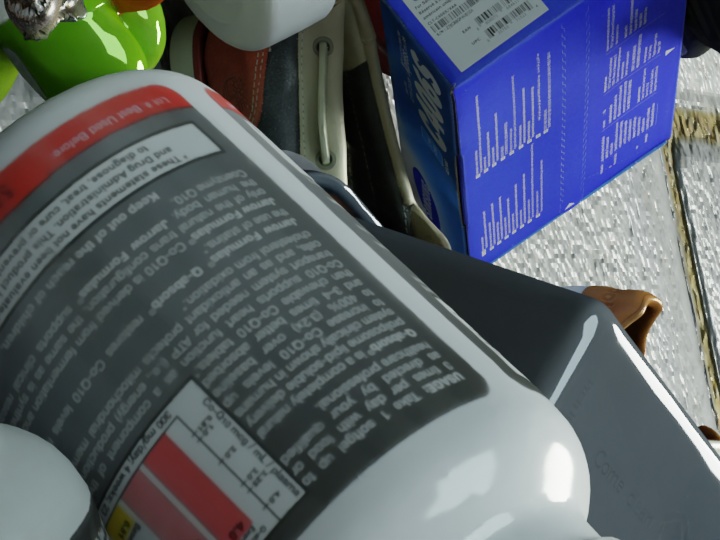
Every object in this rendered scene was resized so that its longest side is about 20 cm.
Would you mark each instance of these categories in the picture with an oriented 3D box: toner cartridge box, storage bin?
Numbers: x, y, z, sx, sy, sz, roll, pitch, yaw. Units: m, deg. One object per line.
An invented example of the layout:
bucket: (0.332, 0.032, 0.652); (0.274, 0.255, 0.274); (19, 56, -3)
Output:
toner cartridge box: (0.060, -0.067, 1.016); (0.043, 0.095, 0.200); (55, -7, 16)
storage bin: (0.031, 0.076, 0.898); (0.146, 0.134, 0.200); (-59, 135, -19)

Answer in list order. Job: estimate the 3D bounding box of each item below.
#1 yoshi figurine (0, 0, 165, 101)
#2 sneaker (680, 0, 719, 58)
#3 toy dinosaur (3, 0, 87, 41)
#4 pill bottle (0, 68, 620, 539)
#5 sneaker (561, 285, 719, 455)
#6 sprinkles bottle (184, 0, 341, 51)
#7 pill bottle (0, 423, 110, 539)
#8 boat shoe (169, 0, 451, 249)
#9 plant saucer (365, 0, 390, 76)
yoshi figurine: (-0.137, -0.106, 0.758); (0.112, 0.112, 0.200); (-47, 113, -19)
sneaker: (0.133, -0.112, 1.027); (0.075, 0.079, 0.200); (63, -8, -27)
toy dinosaur: (-0.056, -0.145, 0.719); (0.200, 0.047, 0.088); (-59, 137, -31)
pill bottle: (-0.017, 0.051, 0.736); (0.200, 0.116, 0.116); (43, 14, 26)
sneaker: (0.098, 0.103, 1.116); (0.073, 0.085, 0.200); (-6, 85, -66)
sprinkles bottle: (0.030, -0.141, 0.949); (0.200, 0.068, 0.068); (-30, 109, -24)
pill bottle: (-0.101, 0.105, 0.678); (0.116, 0.116, 0.200); (-46, 119, -60)
boat shoe: (0.000, 0.000, 0.992); (0.200, 0.063, 0.071); (70, 25, -16)
plant saucer: (-0.036, -0.186, 1.039); (0.200, 0.037, 0.200); (37, 46, -51)
